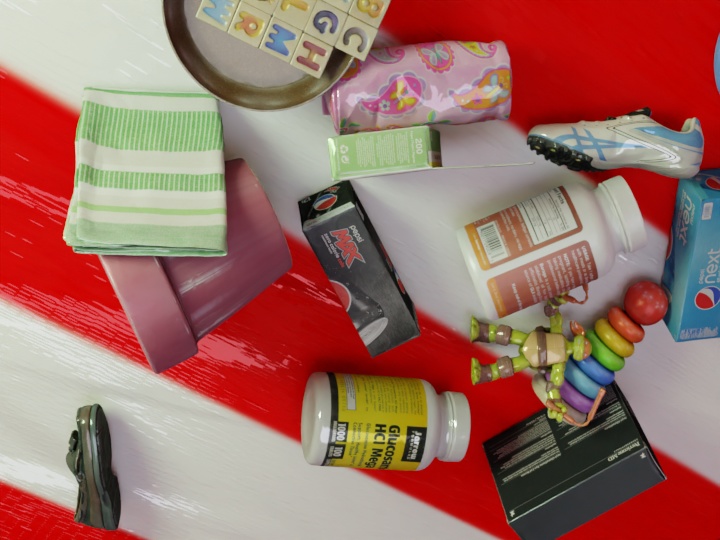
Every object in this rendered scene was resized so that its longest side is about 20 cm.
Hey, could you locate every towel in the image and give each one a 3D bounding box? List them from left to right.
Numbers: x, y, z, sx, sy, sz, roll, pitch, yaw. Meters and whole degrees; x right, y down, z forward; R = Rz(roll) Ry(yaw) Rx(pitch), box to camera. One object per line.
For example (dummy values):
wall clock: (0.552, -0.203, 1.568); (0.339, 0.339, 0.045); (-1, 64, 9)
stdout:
towel: (-0.206, -0.100, 1.030); (0.149, 0.203, 0.024); (1, 144, -10)

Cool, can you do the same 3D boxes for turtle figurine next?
turtle figurine: (0.214, 0.086, 1.291); (0.158, 0.064, 0.205); (-1, 90, 4)

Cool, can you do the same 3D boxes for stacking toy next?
stacking toy: (0.305, 0.094, 1.322); (0.085, 0.086, 0.201); (30, 107, -26)

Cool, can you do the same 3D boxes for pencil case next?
pencil case: (0.057, -0.187, 1.087); (0.196, 0.088, 0.089); (-7, 125, -4)

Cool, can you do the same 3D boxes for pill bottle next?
pill bottle: (0.031, 0.188, 1.309); (0.196, 0.113, 0.114); (5, 123, -12)
pill bottle: (0.216, -0.030, 1.196); (0.197, 0.113, 0.113); (-22, 124, 6)

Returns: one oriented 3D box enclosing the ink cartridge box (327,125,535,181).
ink cartridge box: (0.075, -0.121, 1.069); (0.196, 0.145, 0.049); (-6, 95, 9)

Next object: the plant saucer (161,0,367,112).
plant saucer: (-0.091, -0.257, 1.018); (0.196, 0.032, 0.204); (-1, 107, -5)

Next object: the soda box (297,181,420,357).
soda box: (0.000, 0.000, 1.210); (0.070, 0.064, 0.202); (-24, 123, 7)

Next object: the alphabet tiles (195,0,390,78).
alphabet tiles: (-0.063, -0.286, 0.993); (0.197, 0.006, 0.169); (24, 102, -12)

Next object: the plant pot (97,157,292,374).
plant pot: (-0.176, -0.022, 1.100); (0.177, 0.200, 0.203); (-26, 125, -10)

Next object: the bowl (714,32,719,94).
bowl: (0.485, -0.238, 1.147); (0.196, 0.040, 0.204); (-4, 124, -6)

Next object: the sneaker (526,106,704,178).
sneaker: (0.280, -0.145, 1.167); (0.196, 0.072, 0.074); (5, 84, -4)

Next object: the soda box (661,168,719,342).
soda box: (0.407, -0.016, 1.263); (0.063, 0.068, 0.203); (-5, 124, -6)

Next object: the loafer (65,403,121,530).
loafer: (-0.341, 0.251, 1.318); (0.061, 0.072, 0.203); (-1, 126, -1)

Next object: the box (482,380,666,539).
box: (0.272, 0.247, 1.372); (0.198, 0.142, 0.079); (-32, 123, 13)
